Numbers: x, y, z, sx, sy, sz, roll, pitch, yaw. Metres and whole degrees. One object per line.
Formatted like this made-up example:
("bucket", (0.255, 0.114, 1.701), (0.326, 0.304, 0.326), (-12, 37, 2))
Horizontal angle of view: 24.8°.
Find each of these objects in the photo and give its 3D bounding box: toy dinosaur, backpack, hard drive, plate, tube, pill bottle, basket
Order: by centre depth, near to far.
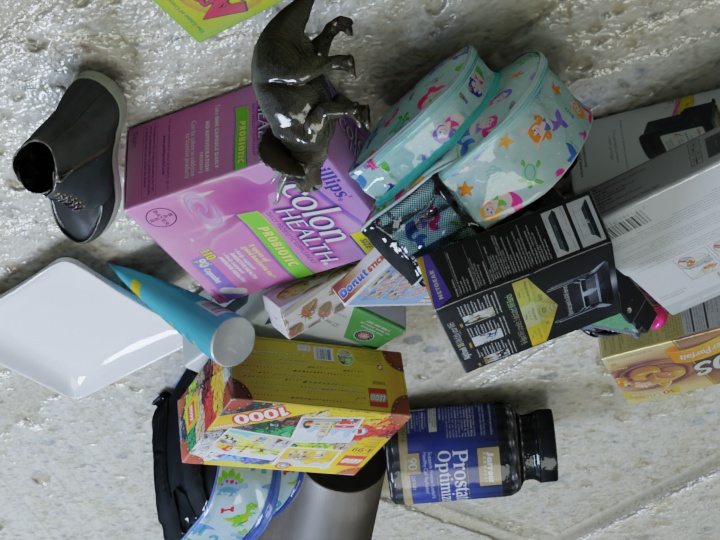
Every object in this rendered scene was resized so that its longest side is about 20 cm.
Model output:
("toy dinosaur", (-0.050, -0.152, 1.337), (0.101, 0.077, 0.202), (-9, 106, 11))
("backpack", (0.098, -0.103, 1.414), (0.199, 0.178, 0.151), (-29, 108, 32))
("hard drive", (0.185, -0.013, 1.584), (0.139, 0.038, 0.200), (10, 150, 52))
("tube", (-0.178, 0.037, 1.626), (0.077, 0.200, 0.051), (40, 83, -40))
("plate", (-0.308, 0.058, 1.741), (0.199, 0.033, 0.199), (-27, 140, 30))
("backpack", (-0.143, 0.208, 1.823), (0.146, 0.201, 0.183), (14, 141, -23))
("pill bottle", (0.131, 0.214, 1.932), (0.198, 0.113, 0.112), (-6, 145, 4))
("basket", (-0.043, 0.285, 1.993), (0.135, 0.181, 0.201), (-7, 138, -23))

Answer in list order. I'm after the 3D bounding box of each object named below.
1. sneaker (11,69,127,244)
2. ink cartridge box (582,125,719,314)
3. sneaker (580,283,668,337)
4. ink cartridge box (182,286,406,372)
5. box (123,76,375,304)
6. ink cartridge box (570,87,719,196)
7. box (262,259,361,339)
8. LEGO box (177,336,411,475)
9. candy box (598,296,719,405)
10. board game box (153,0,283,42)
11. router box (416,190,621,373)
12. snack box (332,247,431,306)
("sneaker", (-0.270, -0.079, 1.465), (0.074, 0.106, 0.201), (28, 139, 12))
("ink cartridge box", (0.321, -0.049, 1.481), (0.199, 0.044, 0.173), (-26, 138, 30))
("sneaker", (0.226, 0.038, 1.719), (0.199, 0.075, 0.081), (-15, 144, 18))
("ink cartridge box", (-0.072, 0.049, 1.702), (0.146, 0.084, 0.200), (25, 137, -35))
("box", (-0.088, -0.075, 1.510), (0.199, 0.097, 0.176), (-18, 143, 19))
("ink cartridge box", (0.308, -0.086, 1.538), (0.199, 0.083, 0.146), (-13, 143, 14))
("box", (0.000, 0.000, 1.585), (0.199, 0.041, 0.039), (-28, 122, -18))
("LEGO box", (-0.070, 0.141, 1.689), (0.199, 0.078, 0.149), (7, 146, -24))
("candy box", (0.373, 0.079, 1.807), (0.199, 0.056, 0.116), (-17, 143, 18))
("board game box", (-0.078, -0.262, 1.284), (0.199, 0.048, 0.102), (-22, 141, 25))
("router box", (0.143, 0.015, 1.423), (0.156, 0.053, 0.200), (-21, 159, 3))
("snack box", (0.053, 0.004, 1.564), (0.072, 0.024, 0.200), (-43, 159, 23))
